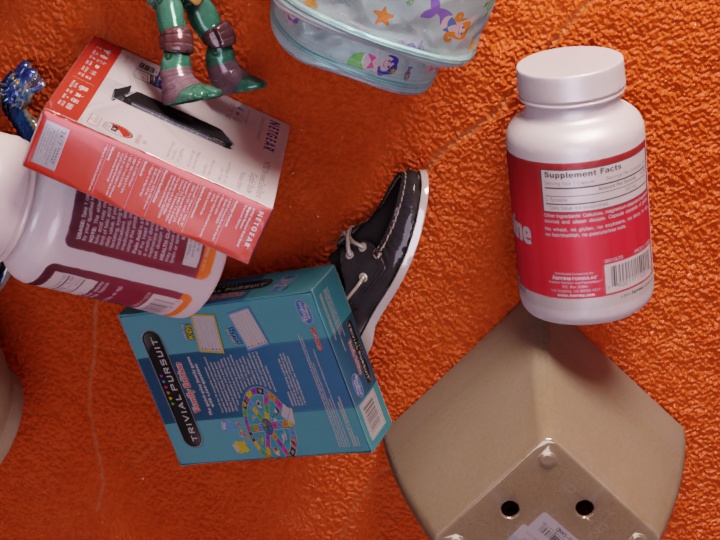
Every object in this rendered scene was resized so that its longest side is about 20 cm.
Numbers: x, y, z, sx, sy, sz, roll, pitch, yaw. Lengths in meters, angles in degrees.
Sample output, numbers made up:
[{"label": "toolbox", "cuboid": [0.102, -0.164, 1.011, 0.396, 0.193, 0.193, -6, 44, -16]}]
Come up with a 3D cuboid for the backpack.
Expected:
[{"label": "backpack", "cuboid": [0.016, -0.218, 1.153, 0.175, 0.201, 0.152, 18, 112, -11]}]

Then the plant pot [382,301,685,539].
[{"label": "plant pot", "cuboid": [0.151, 0.180, 1.327, 0.199, 0.177, 0.200, 42, 107, -14]}]

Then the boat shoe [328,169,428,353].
[{"label": "boat shoe", "cuboid": [0.000, 0.000, 1.319, 0.060, 0.074, 0.202, 19, 120, -10]}]

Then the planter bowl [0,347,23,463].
[{"label": "planter bowl", "cuboid": [-0.369, 0.109, 1.326, 0.200, 0.201, 0.134, -41, 133, 17]}]

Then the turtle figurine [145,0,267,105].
[{"label": "turtle figurine", "cuboid": [-0.130, -0.233, 1.216, 0.149, 0.100, 0.203, -17, 100, -37]}]

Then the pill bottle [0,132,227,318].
[{"label": "pill bottle", "cuboid": [-0.212, -0.037, 1.236, 0.198, 0.114, 0.115, 16, 115, -33]}]

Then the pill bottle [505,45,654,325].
[{"label": "pill bottle", "cuboid": [0.173, -0.069, 1.260, 0.111, 0.113, 0.203, -6, 111, 5]}]

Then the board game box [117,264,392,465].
[{"label": "board game box", "cuboid": [-0.089, 0.082, 1.328, 0.198, 0.047, 0.153, -7, 114, 31]}]

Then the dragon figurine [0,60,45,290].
[{"label": "dragon figurine", "cuboid": [-0.291, -0.075, 1.304, 0.099, 0.059, 0.201, 31, 109, -10]}]

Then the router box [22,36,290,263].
[{"label": "router box", "cuboid": [-0.149, -0.097, 1.215, 0.178, 0.200, 0.049, 23, 111, -9]}]
